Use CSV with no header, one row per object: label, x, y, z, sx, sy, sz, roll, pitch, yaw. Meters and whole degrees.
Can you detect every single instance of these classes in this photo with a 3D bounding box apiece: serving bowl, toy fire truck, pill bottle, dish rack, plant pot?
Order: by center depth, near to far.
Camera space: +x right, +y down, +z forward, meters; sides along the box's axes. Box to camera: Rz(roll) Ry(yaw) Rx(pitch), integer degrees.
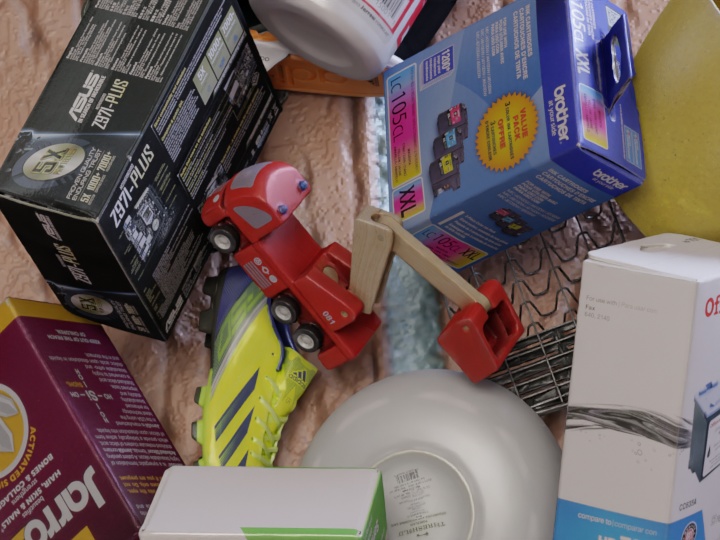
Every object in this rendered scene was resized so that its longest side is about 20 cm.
serving bowl,0.042,0.163,1.667,0.198,0.066,0.202,-2,82,15
toy fire truck,0.000,0.000,1.673,0.200,0.141,0.049,51,44,-12
plant pot,0.245,-0.085,1.701,0.142,0.200,0.201,-42,66,18
dish rack,0.123,0.004,1.747,0.152,0.055,0.201,-20,69,4
pill bottle,0.015,-0.244,1.754,0.112,0.112,0.201,27,75,18

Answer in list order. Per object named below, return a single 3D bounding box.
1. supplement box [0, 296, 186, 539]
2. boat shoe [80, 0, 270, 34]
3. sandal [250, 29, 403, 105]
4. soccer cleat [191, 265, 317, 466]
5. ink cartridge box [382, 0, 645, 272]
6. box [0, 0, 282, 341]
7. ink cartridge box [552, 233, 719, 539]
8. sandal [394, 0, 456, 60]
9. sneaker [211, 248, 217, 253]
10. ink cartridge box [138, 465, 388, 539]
supplement box,-0.207,0.138,1.706,0.131,0.103,0.201,-43,66,20
boat shoe,-0.118,-0.197,1.860,0.198,0.062,0.073,3,71,12
sandal,-0.065,-0.133,1.817,0.205,0.079,0.060,5,68,10
soccer cleat,-0.072,0.090,1.743,0.083,0.065,0.202,-1,69,6
ink cartridge box,0.112,-0.103,1.671,0.199,0.076,0.137,-25,55,35
box,-0.147,-0.082,1.684,0.086,0.164,0.201,16,66,22
ink cartridge box,0.196,0.088,1.601,0.085,0.146,0.202,13,103,29
sandal,0.084,-0.230,1.834,0.043,0.076,0.201,32,89,21
sneaker,-0.152,-0.024,1.787,0.198,0.077,0.089,7,54,21
ink cartridge box,-0.053,0.232,1.610,0.144,0.201,0.084,-1,27,11
